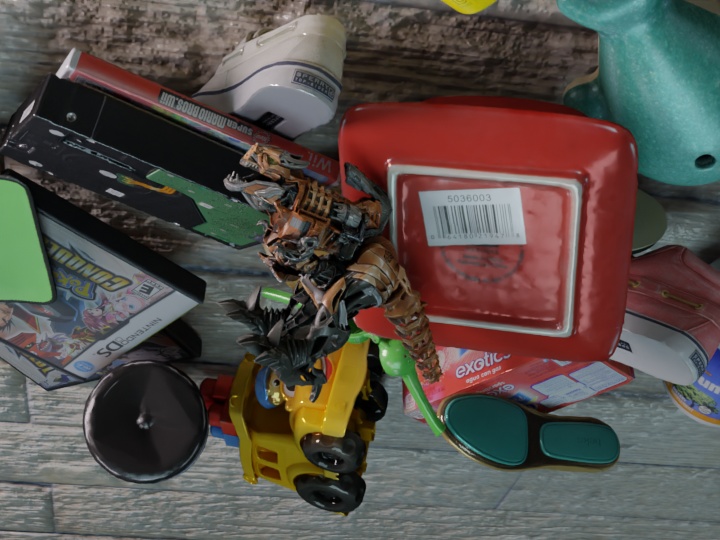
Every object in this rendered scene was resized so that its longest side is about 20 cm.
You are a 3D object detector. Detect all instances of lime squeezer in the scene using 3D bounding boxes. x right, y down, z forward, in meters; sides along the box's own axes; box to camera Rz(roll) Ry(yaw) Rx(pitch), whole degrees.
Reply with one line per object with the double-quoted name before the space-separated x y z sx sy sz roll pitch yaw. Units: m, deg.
"lime squeezer" 0.007 0.062 1.034 0.200 0.038 0.071 38 159 -1

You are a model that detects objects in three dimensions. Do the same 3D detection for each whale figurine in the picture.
"whale figurine" 0.210 -0.131 0.817 0.159 0.104 0.200 -21 142 28

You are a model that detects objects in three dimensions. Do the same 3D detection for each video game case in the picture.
"video game case" -0.126 -0.094 0.868 0.200 0.017 0.143 21 166 -19
"video game case" -0.266 0.013 1.033 0.200 0.026 0.181 33 132 -33
"video game case" -0.277 0.048 1.145 0.180 0.026 0.200 -14 145 18

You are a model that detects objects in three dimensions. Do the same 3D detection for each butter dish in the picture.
"butter dish" 0.097 -0.052 0.872 0.200 0.148 0.200 6 127 13

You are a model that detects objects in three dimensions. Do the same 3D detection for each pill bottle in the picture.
"pill bottle" 0.348 0.052 1.095 0.112 0.112 0.200 -1 146 -1
"pill bottle" -0.202 0.149 1.166 0.112 0.112 0.200 3 171 -7

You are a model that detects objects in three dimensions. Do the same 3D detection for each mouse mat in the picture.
"mouse mat" -0.347 -0.026 0.952 0.200 0.008 0.161 3 142 -2

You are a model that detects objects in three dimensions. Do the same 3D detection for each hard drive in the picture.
"hard drive" -0.146 -0.072 0.860 0.200 0.038 0.140 23 166 -21

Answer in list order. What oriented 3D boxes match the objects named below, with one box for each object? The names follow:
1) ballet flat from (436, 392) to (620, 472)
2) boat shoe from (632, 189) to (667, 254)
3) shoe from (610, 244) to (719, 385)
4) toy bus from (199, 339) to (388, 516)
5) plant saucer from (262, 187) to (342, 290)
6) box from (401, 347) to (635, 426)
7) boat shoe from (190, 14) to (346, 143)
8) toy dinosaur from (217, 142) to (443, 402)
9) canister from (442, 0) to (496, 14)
"ballet flat" 0.147 0.159 1.125 0.200 0.069 0.063 15 158 -23
"boat shoe" 0.147 -0.035 0.994 0.201 0.074 0.063 -1 152 4
"shoe" 0.215 0.020 1.007 0.200 0.091 0.072 23 152 40
"toy bus" -0.074 0.139 1.218 0.192 0.136 0.200 13 146 8
"plant saucer" 0.000 0.000 1.012 0.200 0.035 0.200 17 155 8
"box" 0.144 0.080 1.146 0.200 0.095 0.103 -27 139 34
"boat shoe" -0.066 -0.131 0.838 0.071 0.070 0.200 23 165 -22
"toy dinosaur" -0.018 0.009 0.804 0.136 0.200 0.102 -46 180 0
"canister" 0.031 -0.239 0.665 0.200 0.087 0.148 24 140 -35
